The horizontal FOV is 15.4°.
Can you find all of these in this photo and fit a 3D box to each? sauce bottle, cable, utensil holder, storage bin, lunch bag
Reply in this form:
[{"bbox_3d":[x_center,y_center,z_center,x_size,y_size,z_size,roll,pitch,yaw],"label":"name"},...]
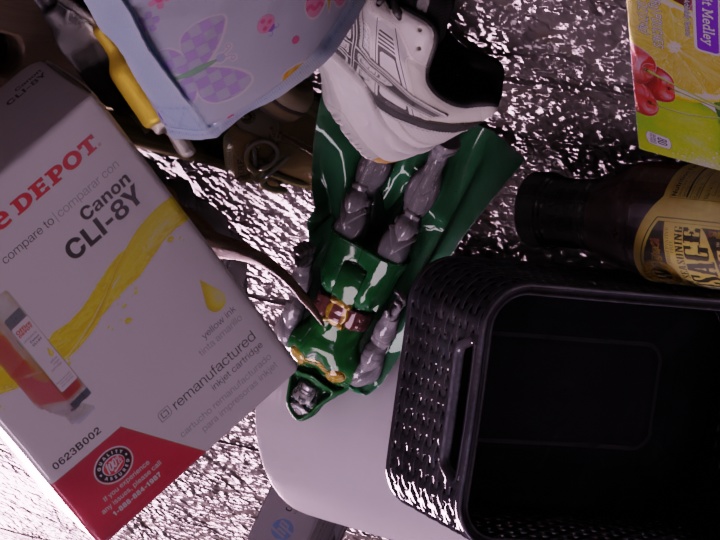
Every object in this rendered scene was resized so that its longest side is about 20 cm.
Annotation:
[{"bbox_3d":[0.172,-0.022,1.363,0.199,0.066,0.066,5,148,38],"label":"sauce bottle"},{"bbox_3d":[-0.141,-0.146,1.332,0.050,0.097,0.200,-30,114,18],"label":"cable"},{"bbox_3d":[0.063,0.085,1.553,0.199,0.170,0.170,9,150,37],"label":"utensil holder"},{"bbox_3d":[0.126,0.071,1.387,0.199,0.136,0.094,5,-173,-25],"label":"storage bin"},{"bbox_3d":[-0.066,-0.181,1.125,0.127,0.201,0.170,9,151,32],"label":"lunch bag"}]

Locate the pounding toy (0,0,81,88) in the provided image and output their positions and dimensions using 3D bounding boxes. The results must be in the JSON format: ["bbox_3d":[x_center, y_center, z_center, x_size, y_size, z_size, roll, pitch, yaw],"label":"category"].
[{"bbox_3d":[-0.253,-0.144,1.394,0.184,0.143,0.200,22,-173,39],"label":"pounding toy"}]

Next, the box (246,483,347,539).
[{"bbox_3d":[-0.032,0.157,1.791,0.041,0.156,0.200,22,155,6],"label":"box"}]

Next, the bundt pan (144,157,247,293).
[{"bbox_3d":[-0.157,-0.015,1.674,0.201,0.076,0.202,21,154,10],"label":"bundt pan"}]

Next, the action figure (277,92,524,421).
[{"bbox_3d":[0.000,0.000,1.460,0.118,0.055,0.201,29,119,14],"label":"action figure"}]

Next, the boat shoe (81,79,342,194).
[{"bbox_3d":[-0.088,-0.079,1.501,0.200,0.063,0.073,23,155,7],"label":"boat shoe"}]

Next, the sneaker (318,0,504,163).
[{"bbox_3d":[0.001,-0.138,1.318,0.087,0.076,0.200,-15,137,31],"label":"sneaker"}]

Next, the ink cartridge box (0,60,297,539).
[{"bbox_3d":[-0.150,0.016,1.375,0.200,0.145,0.083,54,169,-28],"label":"ink cartridge box"}]

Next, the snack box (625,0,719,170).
[{"bbox_3d":[0.220,-0.098,1.169,0.199,0.068,0.169,15,152,19],"label":"snack box"}]

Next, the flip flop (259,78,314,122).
[{"bbox_3d":[-0.061,-0.127,1.364,0.081,0.058,0.200,53,-171,20],"label":"flip flop"}]

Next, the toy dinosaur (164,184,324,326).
[{"bbox_3d":[-0.098,-0.017,1.501,0.106,0.061,0.200,35,161,-25],"label":"toy dinosaur"}]
